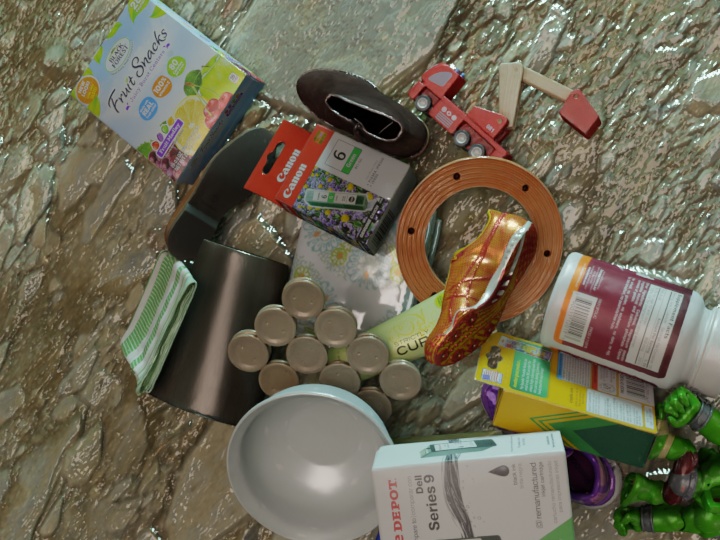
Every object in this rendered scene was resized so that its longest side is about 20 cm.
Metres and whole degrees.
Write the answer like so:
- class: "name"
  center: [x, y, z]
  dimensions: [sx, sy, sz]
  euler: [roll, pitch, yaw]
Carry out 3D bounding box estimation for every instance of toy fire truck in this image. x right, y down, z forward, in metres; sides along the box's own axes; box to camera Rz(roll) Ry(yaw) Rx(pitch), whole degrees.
- class: "toy fire truck"
  center: [0.169, -0.195, 1.232]
  dimensions: [0.200, 0.049, 0.141]
  euler: [44, 101, 14]

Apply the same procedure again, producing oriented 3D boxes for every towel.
- class: "towel"
  center: [0.000, 0.000, 1.285]
  dimensions: [0.170, 0.048, 0.201]
  euler: [15, 94, 19]
- class: "towel"
  center: [-0.256, 0.059, 1.296]
  dimensions: [0.023, 0.200, 0.153]
  euler: [23, 94, -21]

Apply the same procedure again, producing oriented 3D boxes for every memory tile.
- class: "memory tile"
  center: [-0.042, 0.111, 1.205]
  dimensions: [0.200, 0.017, 0.153]
  euler: [41, 113, -11]

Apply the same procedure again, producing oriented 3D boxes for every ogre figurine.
- class: "ogre figurine"
  center: [0.362, 0.227, 1.140]
  dimensions: [0.119, 0.098, 0.201]
  euler: [18, 101, 6]

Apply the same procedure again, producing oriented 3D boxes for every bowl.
- class: "bowl"
  center: [-0.047, 0.206, 1.190]
  dimensions: [0.200, 0.090, 0.202]
  euler: [3, 114, 8]

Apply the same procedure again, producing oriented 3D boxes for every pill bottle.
- class: "pill bottle"
  center: [0.311, 0.062, 1.152]
  dimensions: [0.199, 0.114, 0.115]
  euler: [20, 95, 16]

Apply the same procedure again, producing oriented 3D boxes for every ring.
- class: "ring"
  center: [0.140, -0.035, 1.224]
  dimensions: [0.199, 0.019, 0.202]
  euler: [0, 102, -1]

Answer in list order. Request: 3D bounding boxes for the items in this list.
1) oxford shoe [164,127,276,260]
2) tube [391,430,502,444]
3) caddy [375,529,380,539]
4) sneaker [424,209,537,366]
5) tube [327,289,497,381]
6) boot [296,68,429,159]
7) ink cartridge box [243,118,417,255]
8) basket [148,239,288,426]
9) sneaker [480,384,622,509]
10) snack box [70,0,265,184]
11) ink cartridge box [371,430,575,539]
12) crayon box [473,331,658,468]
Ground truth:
- class: "oxford shoe"
  center: [-0.187, -0.108, 1.336]
  dimensions: [0.071, 0.071, 0.200]
  euler: [42, 88, -28]
- class: "tube"
  center: [0.079, 0.225, 1.240]
  dimensions: [0.199, 0.058, 0.052]
  euler: [-5, 70, 19]
- class: "caddy"
  center: [0.105, 0.330, 1.200]
  dimensions: [0.199, 0.141, 0.106]
  euler: [13, 90, 18]
- class: "sneaker"
  center: [0.126, 0.022, 1.169]
  dimensions: [0.077, 0.073, 0.200]
  euler: [22, 67, 34]
- class: "tube"
  center: [0.057, 0.075, 1.216]
  dimensions: [0.199, 0.052, 0.058]
  euler: [-25, 109, 15]
- class: "boot"
  center: [-0.012, -0.197, 1.225]
  dimensions: [0.199, 0.166, 0.073]
  euler: [29, 98, 15]
- class: "ink cartridge box"
  center: [-0.044, -0.111, 1.254]
  dimensions: [0.199, 0.050, 0.109]
  euler: [27, 82, 20]
- class: "basket"
  center: [-0.173, 0.072, 1.294]
  dimensions: [0.180, 0.136, 0.201]
  euler: [16, 89, 41]
- class: "sneaker"
  center: [0.216, 0.195, 1.194]
  dimensions: [0.200, 0.088, 0.081]
  euler: [45, 104, 15]
- class: "snack box"
  center: [-0.253, -0.237, 1.352]
  dimensions: [0.200, 0.068, 0.169]
  euler: [38, 101, 16]
- class: "ink cartridge box"
  center: [0.118, 0.254, 1.078]
  dimensions: [0.199, 0.084, 0.147]
  euler: [-7, 95, 8]
- class: "crayon box"
  center: [0.223, 0.139, 1.152]
  dimensions: [0.199, 0.126, 0.052]
  euler: [16, 117, 6]
